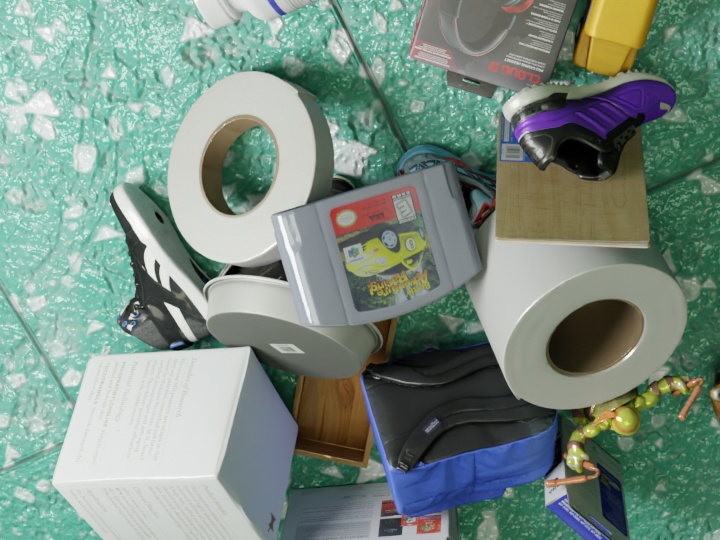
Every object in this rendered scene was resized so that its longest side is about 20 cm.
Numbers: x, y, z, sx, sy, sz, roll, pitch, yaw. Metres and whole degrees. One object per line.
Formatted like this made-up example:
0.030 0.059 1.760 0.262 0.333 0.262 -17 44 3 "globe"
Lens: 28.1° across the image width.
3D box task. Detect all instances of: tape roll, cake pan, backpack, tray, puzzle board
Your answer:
0.220 0.025 1.486 0.200 0.140 0.204 -9 134 -10 "tape roll"
-0.076 0.064 1.517 0.198 0.200 0.037 17 69 -2 "cake pan"
0.115 0.172 1.582 0.198 0.163 0.169 -16 142 -4 "backpack"
-0.116 -0.106 1.495 0.201 0.037 0.205 -6 80 34 "tape roll"
-0.021 0.122 1.644 0.098 0.037 0.202 11 113 1 "tray"
0.212 -0.093 1.453 0.149 0.201 0.018 2 133 5 "puzzle board"

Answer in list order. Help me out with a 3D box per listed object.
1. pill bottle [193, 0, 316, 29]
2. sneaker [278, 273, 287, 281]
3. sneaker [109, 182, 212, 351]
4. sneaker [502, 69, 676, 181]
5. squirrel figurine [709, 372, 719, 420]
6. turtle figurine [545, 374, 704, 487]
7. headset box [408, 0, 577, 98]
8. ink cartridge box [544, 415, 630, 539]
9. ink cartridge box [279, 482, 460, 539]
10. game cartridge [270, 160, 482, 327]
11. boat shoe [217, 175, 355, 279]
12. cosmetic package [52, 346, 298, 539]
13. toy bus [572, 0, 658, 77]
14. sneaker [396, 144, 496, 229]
-0.073 -0.318 1.429 0.198 0.112 0.113 -21 109 13 "pill bottle"
-0.001 -0.001 1.551 0.111 0.199 0.077 -47 63 48 "sneaker"
-0.242 0.009 1.597 0.111 0.073 0.201 -31 107 15 "sneaker"
0.242 -0.137 1.444 0.198 0.100 0.070 -11 156 -25 "sneaker"
0.463 0.093 1.553 0.185 0.141 0.202 -16 96 22 "squirrel figurine"
0.267 0.155 1.552 0.199 0.161 0.065 -37 94 1 "turtle figurine"
0.140 -0.274 1.446 0.147 0.075 0.202 17 113 -3 "headset box"
0.247 0.246 1.579 0.099 0.200 0.039 41 110 -10 "ink cartridge box"
0.011 0.322 1.645 0.198 0.176 0.085 -5 112 8 "ink cartridge box"
0.021 -0.020 1.433 0.198 0.041 0.134 -18 99 -16 "game cartridge"
-0.081 -0.023 1.577 0.201 0.063 0.074 -40 102 17 "boat shoe"
-0.197 0.201 1.576 0.198 0.168 0.168 -4 140 19 "cosmetic package"
0.267 -0.291 1.426 0.064 0.078 0.202 14 112 0 "toy bus"
0.130 -0.064 1.521 0.198 0.096 0.080 17 112 -2 "sneaker"
